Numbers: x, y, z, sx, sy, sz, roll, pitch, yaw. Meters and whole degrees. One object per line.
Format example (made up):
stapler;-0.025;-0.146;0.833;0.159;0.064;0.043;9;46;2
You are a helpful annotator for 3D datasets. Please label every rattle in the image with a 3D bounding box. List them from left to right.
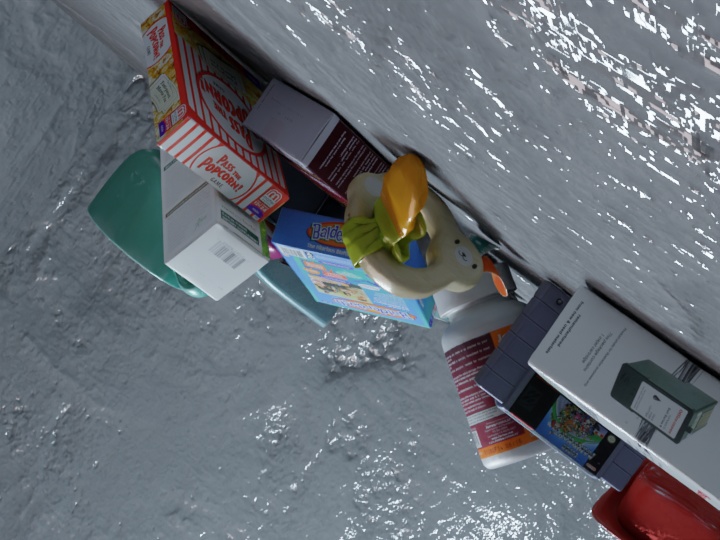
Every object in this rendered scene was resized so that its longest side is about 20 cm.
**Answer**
rattle;0.092;-0.045;1.049;0.197;0.144;0.132;21;-142;-21

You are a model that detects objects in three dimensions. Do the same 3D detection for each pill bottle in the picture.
pill bottle;0.152;0.102;1.220;0.110;0.108;0.203;39;-148;-79

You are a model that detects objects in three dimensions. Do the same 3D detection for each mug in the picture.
mug;-0.217;-0.060;1.334;0.184;0.115;0.152;40;-177;1

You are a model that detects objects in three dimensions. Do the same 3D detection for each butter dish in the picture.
butter dish;0.416;0.269;1.364;0.198;0.150;0.198;-24;-132;-40

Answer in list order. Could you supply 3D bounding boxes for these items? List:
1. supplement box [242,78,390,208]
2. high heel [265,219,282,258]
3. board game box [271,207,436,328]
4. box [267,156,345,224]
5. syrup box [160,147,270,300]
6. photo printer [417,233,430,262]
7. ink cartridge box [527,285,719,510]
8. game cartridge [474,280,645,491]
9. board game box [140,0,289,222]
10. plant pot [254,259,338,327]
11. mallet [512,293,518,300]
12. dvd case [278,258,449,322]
supplement box;-0.021;-0.109;1.173;0.108;0.061;0.199;36;179;42
high heel;-0.131;-0.015;1.333;0.067;0.097;0.200;34;179;-11
board game box;0.000;0.000;1.256;0.149;0.046;0.200;13;163;16
box;-0.095;-0.122;1.390;0.199;0.124;0.198;35;180;13
syrup box;-0.157;-0.076;1.198;0.078;0.081;0.202;38;-153;-36
photo printer;0.083;-0.015;1.403;0.198;0.070;0.166;33;178;19
ink cartridge box;0.255;0.114;0.979;0.199;0.085;0.146;37;179;20
game cartridge;0.224;0.120;1.135;0.199;0.131;0.038;36;177;-15
board game box;-0.152;-0.165;1.162;0.151;0.046;0.202;38;-155;-42
plant pot;-0.110;-0.077;1.604;0.199;0.198;0.195;32;-178;-37
mallet;0.137;-0.003;1.517;0.199;0.041;0.066;41;179;-18
dvd case;0.010;0.021;1.450;0.197;0.022;0.145;19;178;30
